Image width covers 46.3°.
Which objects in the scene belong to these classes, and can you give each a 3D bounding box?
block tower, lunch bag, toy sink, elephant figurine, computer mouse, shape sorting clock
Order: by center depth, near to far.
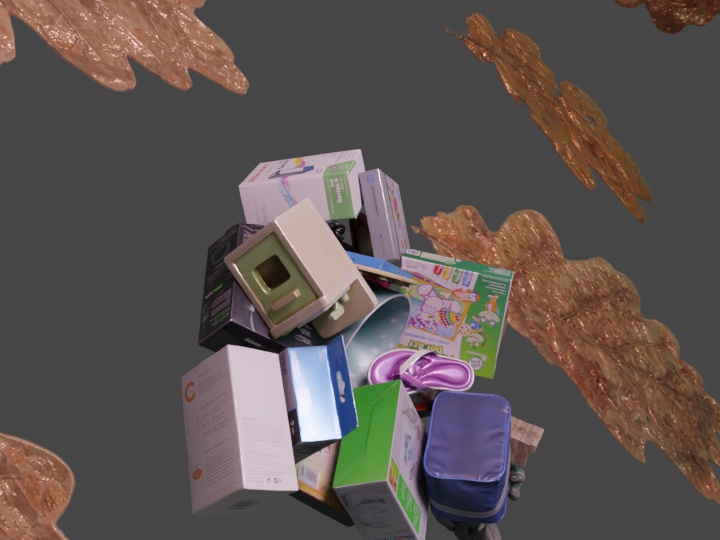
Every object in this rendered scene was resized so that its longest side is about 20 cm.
[{"bbox_3d":[-0.090,0.019,1.274,0.202,0.129,0.112,56,35,-5],"label":"toy sink"},{"bbox_3d":[0.177,0.302,1.373,0.202,0.133,0.134,-70,159,-47],"label":"lunch bag"},{"bbox_3d":[0.000,0.000,1.402,0.198,0.198,0.040,21,84,-40],"label":"shape sorting clock"},{"bbox_3d":[-0.122,-0.049,1.416,0.196,0.140,0.047,7,70,-25],"label":"computer mouse"},{"bbox_3d":[0.199,0.424,1.488,0.139,0.156,0.202,23,65,10],"label":"elephant figurine"},{"bbox_3d":[0.219,0.277,1.490,0.197,0.059,0.054,20,34,20],"label":"block tower"}]

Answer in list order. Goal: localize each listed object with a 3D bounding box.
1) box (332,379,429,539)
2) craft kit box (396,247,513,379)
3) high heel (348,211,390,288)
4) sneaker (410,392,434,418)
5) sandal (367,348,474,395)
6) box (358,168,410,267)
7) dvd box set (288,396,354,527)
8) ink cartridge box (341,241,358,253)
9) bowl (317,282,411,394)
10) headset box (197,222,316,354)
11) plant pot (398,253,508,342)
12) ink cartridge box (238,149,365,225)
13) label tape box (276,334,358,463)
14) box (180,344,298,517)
[{"bbox_3d":[0.041,0.314,1.344,0.202,0.095,0.178,-76,147,-50],"label":"box"},{"bbox_3d":[0.158,0.077,1.497,0.196,0.201,0.049,12,28,12],"label":"craft kit box"},{"bbox_3d":[0.010,-0.031,1.568,0.096,0.067,0.202,49,28,-32],"label":"high heel"},{"bbox_3d":[0.061,0.207,1.527,0.200,0.067,0.110,15,55,-49],"label":"sneaker"},{"bbox_3d":[0.108,0.171,1.455,0.198,0.050,0.084,1,69,-19],"label":"sandal"},{"bbox_3d":[0.048,-0.089,1.518,0.200,0.040,0.159,14,65,-78],"label":"box"},{"bbox_3d":[-0.052,0.289,1.357,0.145,0.029,0.203,36,40,-29],"label":"dvd box set"},{"bbox_3d":[-0.044,0.031,1.557,0.196,0.043,0.203,26,46,-39],"label":"ink cartridge box"},{"bbox_3d":[-0.014,0.099,1.439,0.104,0.204,0.199,34,27,25],"label":"bowl"},{"bbox_3d":[-0.159,0.058,1.352,0.173,0.092,0.203,28,44,-35],"label":"headset box"},{"bbox_3d":[0.181,0.083,1.605,0.199,0.171,0.204,-29,125,-52],"label":"plant pot"},{"bbox_3d":[-0.096,-0.140,1.463,0.146,0.196,0.089,-66,146,-65],"label":"ink cartridge box"},{"bbox_3d":[-0.097,0.195,1.229,0.065,0.199,0.146,14,52,-40],"label":"label tape box"},{"bbox_3d":[-0.173,0.226,1.180,0.096,0.124,0.204,16,52,-43],"label":"box"}]
